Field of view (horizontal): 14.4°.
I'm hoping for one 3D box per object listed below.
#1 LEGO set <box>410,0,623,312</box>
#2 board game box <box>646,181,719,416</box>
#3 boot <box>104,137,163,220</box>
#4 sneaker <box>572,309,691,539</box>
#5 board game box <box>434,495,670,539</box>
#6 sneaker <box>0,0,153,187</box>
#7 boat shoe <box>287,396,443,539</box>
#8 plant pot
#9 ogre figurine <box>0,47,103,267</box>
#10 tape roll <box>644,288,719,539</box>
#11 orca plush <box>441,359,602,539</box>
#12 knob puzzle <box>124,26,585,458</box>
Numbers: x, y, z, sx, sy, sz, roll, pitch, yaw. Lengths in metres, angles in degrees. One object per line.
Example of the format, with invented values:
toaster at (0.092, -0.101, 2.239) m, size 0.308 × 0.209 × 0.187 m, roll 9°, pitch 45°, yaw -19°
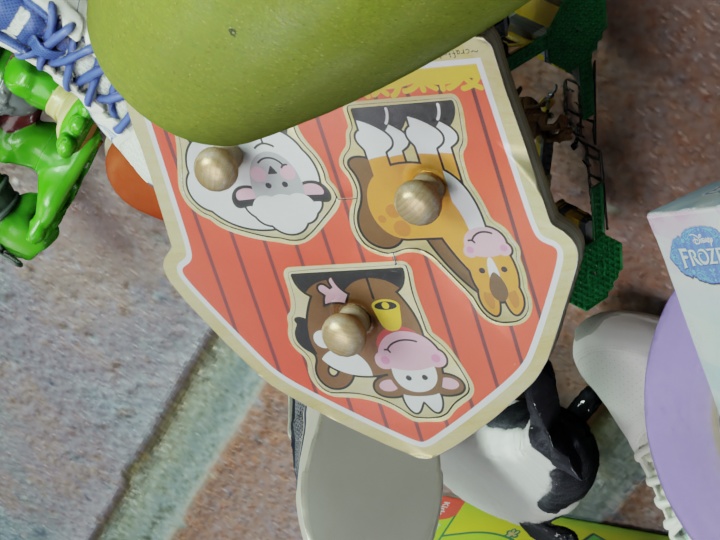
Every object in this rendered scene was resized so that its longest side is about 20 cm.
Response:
LEGO set at (0.030, -0.054, 1.276) m, size 0.116 × 0.154 × 0.200 m, roll 30°, pitch 148°, yaw 40°
board game box at (0.215, 0.056, 1.100) m, size 0.200 × 0.043 × 0.200 m, roll -5°, pitch 109°, yaw 60°
boot at (-0.060, -0.023, 1.413) m, size 0.199 × 0.107 × 0.075 m, roll 15°, pitch 142°, yaw 29°
sneaker at (0.174, 0.101, 1.384) m, size 0.200 × 0.080 × 0.070 m, roll 45°, pitch 144°, yaw -9°
board game box at (0.106, 0.183, 1.507) m, size 0.199 × 0.102 × 0.048 m, roll 7°, pitch 134°, yaw 33°
sneaker at (-0.131, -0.105, 1.304) m, size 0.200 × 0.088 × 0.075 m, roll 54°, pitch 130°, yaw 18°
boat shoe at (0.000, 0.091, 1.435) m, size 0.074 × 0.201 × 0.093 m, roll 3°, pitch 148°, yaw -4°
plant pot at (-0.018, -0.137, 1.071) m, size 0.187 × 0.187 × 0.200 m, roll 39°, pitch 135°, yaw -4°
ogre figurine at (-0.188, -0.089, 1.448) m, size 0.120 × 0.098 × 0.200 m, roll 31°, pitch 161°, yaw 1°
tape roll at (0.228, 0.053, 1.220) m, size 0.199 × 0.085 × 0.201 m, roll 9°, pitch 112°, yaw 23°
orca plush at (0.089, 0.073, 1.428) m, size 0.105 × 0.071 × 0.200 m, roll 40°, pitch 164°, yaw 13°
knob puzzle at (0.000, 0.000, 1.206) m, size 0.219 × 0.030 × 0.220 m, roll 12°, pitch 126°, yaw 17°
